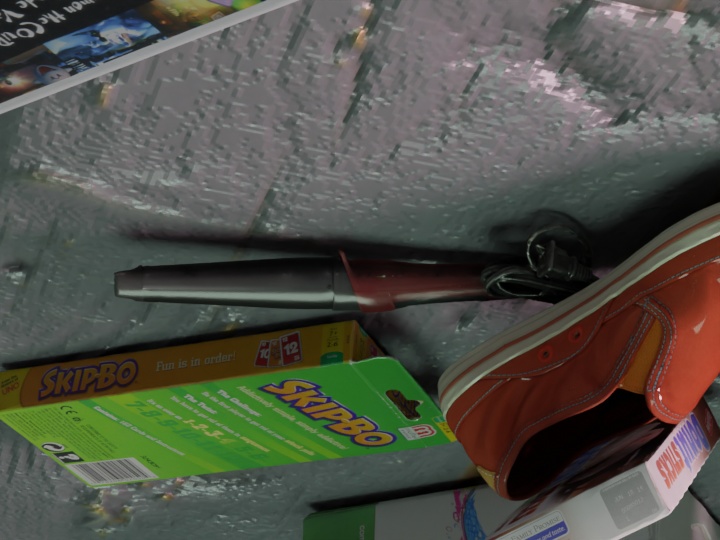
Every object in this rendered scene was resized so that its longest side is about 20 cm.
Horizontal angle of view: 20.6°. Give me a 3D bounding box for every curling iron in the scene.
[{"bbox_3d":[0.000,0.000,0.792,0.198,0.026,0.050,-1,154,4],"label":"curling iron"}]

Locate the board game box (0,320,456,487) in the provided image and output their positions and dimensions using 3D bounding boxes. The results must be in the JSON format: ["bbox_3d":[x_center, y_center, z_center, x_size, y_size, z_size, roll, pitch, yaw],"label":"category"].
[{"bbox_3d":[-0.060,0.064,0.914,0.198,0.030,0.096,-6,151,22],"label":"board game box"}]

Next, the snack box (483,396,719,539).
[{"bbox_3d":[0.105,0.089,0.820,0.072,0.024,0.200,-29,176,15],"label":"snack box"}]

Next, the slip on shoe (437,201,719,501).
[{"bbox_3d":[0.120,0.027,0.766,0.199,0.062,0.074,-33,152,23],"label":"slip on shoe"}]

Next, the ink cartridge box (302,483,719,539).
[{"bbox_3d":[0.088,0.176,1.042,0.199,0.085,0.145,-12,148,25],"label":"ink cartridge box"}]

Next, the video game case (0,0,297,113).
[{"bbox_3d":[-0.121,-0.117,0.599,0.199,0.024,0.182,-16,145,30],"label":"video game case"}]
